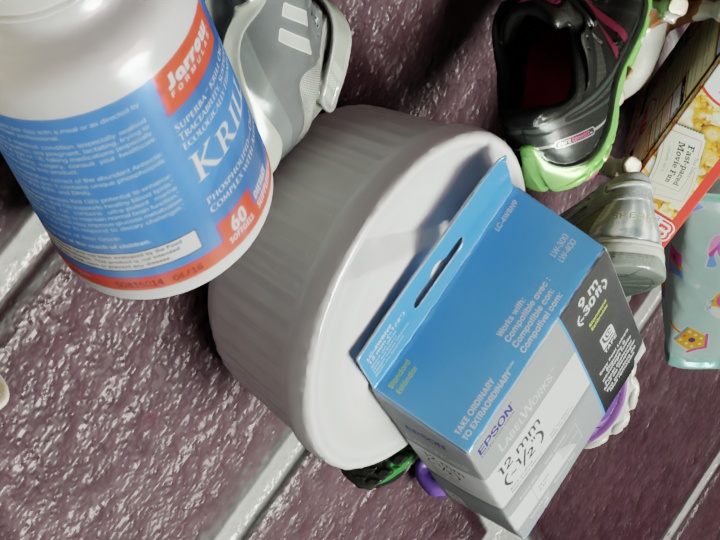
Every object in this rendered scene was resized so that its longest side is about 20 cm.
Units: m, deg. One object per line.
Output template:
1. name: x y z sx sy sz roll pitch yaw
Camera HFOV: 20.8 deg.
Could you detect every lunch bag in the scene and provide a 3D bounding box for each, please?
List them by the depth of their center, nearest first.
1. lunch bag: 0.287 -0.047 1.441 0.201 0.121 0.172 -72 167 -50

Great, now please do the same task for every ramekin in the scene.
1. ramekin: 0.000 0.000 1.100 0.202 0.094 0.204 -38 143 -36

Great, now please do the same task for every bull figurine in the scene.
1. bull figurine: 0.169 -0.152 1.231 0.065 0.121 0.201 24 100 -26

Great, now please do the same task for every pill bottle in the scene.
1. pill bottle: -0.115 -0.088 0.860 0.112 0.112 0.201 -49 146 -21

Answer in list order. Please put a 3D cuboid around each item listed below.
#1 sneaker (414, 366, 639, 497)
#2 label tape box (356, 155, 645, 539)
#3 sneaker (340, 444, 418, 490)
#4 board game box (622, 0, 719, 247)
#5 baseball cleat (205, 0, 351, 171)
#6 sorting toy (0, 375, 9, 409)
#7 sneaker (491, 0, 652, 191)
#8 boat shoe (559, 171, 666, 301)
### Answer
1. sneaker: 0.108 0.099 1.297 0.083 0.081 0.200 -7 147 -43
2. label tape box: 0.085 0.048 1.114 0.144 0.066 0.200 -55 151 -14
3. sneaker: 0.052 0.051 1.233 0.201 0.078 0.085 -59 148 -8
4. board game box: 0.236 -0.132 1.273 0.201 0.046 0.152 -58 -174 40
5. baseball cleat: -0.049 -0.137 0.976 0.106 0.069 0.201 -43 153 -39
6. sorting toy: -0.236 -0.023 0.756 0.179 0.107 0.202 -22 130 -37
7. sneaker: 0.122 -0.145 1.145 0.084 0.076 0.202 51 41 -49
8. boat shoe: 0.144 -0.015 1.260 0.202 0.074 0.065 143 -48 -78
